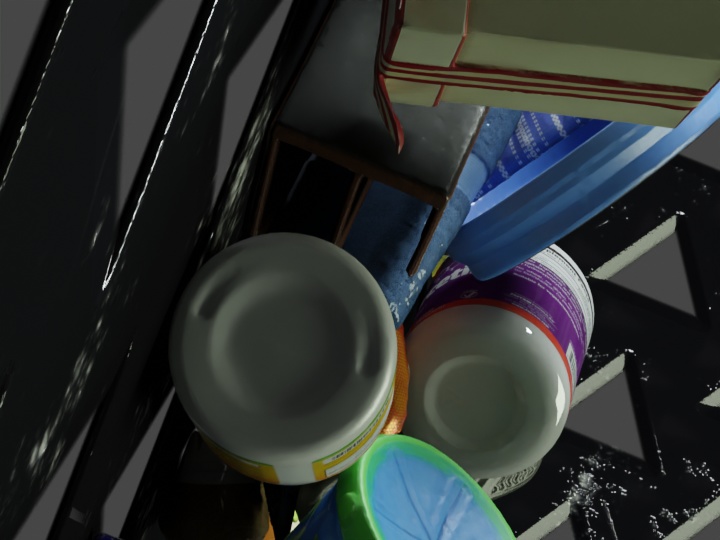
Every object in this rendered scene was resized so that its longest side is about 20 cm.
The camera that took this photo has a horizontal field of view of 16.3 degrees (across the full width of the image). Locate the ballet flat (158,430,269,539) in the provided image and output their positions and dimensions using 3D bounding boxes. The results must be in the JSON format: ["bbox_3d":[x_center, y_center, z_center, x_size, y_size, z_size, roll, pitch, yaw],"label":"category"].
[{"bbox_3d":[-0.083,0.128,1.515,0.200,0.067,0.073,1,90,-86],"label":"ballet flat"}]

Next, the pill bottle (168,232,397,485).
[{"bbox_3d":[-0.037,0.052,1.290,0.200,0.110,0.112,91,22,-80],"label":"pill bottle"}]

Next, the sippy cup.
[{"bbox_3d":[0.004,0.181,1.379,0.130,0.140,0.177,-40,157,26],"label":"sippy cup"}]

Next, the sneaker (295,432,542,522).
[{"bbox_3d":[0.017,0.122,1.667,0.199,0.114,0.077,-21,122,-37],"label":"sneaker"}]

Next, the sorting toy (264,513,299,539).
[{"bbox_3d":[-0.048,0.094,1.703,0.200,0.106,0.181,-63,155,-53],"label":"sorting toy"}]

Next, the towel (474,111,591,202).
[{"bbox_3d":[0.090,-0.122,1.542,0.200,0.024,0.145,-35,-137,16],"label":"towel"}]

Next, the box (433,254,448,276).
[{"bbox_3d":[0.056,-0.044,1.753,0.200,0.050,0.076,-27,-132,49],"label":"box"}]

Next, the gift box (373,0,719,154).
[{"bbox_3d":[0.084,-0.158,1.227,0.185,0.185,0.201,104,-7,-77],"label":"gift box"}]

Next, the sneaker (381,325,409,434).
[{"bbox_3d":[-0.009,0.009,1.507,0.077,0.072,0.201,106,-23,-64],"label":"sneaker"}]

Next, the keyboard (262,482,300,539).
[{"bbox_3d":[-0.061,0.073,1.483,0.200,0.039,0.105,-112,-148,-67],"label":"keyboard"}]

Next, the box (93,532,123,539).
[{"bbox_3d":[-0.127,0.265,1.267,0.184,0.104,0.201,104,9,-62],"label":"box"}]

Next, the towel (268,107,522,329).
[{"bbox_3d":[0.017,-0.046,1.452,0.200,0.111,0.049,-59,141,-32],"label":"towel"}]

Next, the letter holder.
[{"bbox_3d":[0.018,-0.087,1.397,0.142,0.100,0.201,110,4,-52],"label":"letter holder"}]

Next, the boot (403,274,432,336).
[{"bbox_3d":[0.000,0.000,1.612,0.168,0.076,0.201,-54,150,-62],"label":"boot"}]

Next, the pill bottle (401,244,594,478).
[{"bbox_3d":[0.089,0.045,1.612,0.200,0.112,0.113,-62,173,-67],"label":"pill bottle"}]

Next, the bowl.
[{"bbox_3d":[0.135,-0.062,1.485,0.200,0.039,0.201,-36,-177,2],"label":"bowl"}]
